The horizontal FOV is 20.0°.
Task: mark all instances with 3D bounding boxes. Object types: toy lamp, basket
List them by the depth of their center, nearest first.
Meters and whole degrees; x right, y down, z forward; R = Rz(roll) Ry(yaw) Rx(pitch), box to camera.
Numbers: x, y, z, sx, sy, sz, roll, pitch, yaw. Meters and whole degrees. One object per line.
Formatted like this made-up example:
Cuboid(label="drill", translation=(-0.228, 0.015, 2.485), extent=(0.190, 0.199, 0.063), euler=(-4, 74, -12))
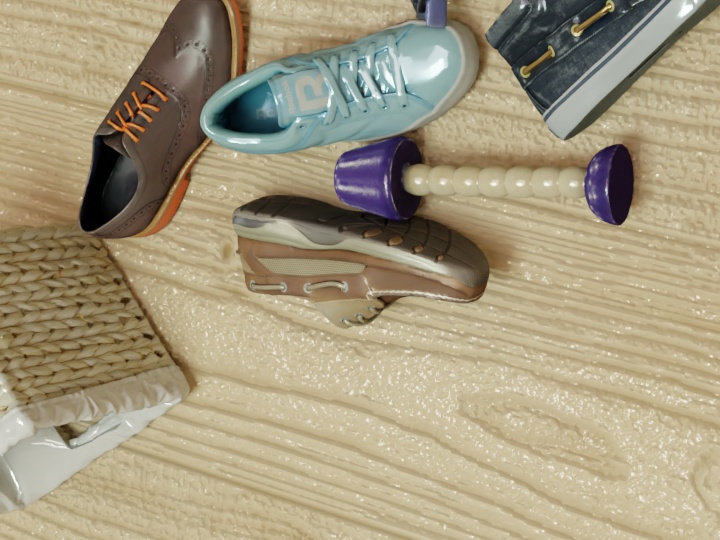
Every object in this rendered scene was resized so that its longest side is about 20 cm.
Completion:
Cuboid(label="toy lamp", translation=(0.077, -0.058, 1.330), extent=(0.198, 0.058, 0.059), euler=(4, 101, 26))
Cuboid(label="basket", translation=(-0.269, 0.079, 1.466), extent=(0.198, 0.199, 0.162), euler=(-35, 77, 29))

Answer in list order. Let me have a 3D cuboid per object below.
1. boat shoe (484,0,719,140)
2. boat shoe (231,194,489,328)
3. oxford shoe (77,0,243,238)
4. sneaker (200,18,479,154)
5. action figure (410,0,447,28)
Cuboid(label="boat shoe", translation=(0.162, -0.174, 1.250), extent=(0.091, 0.071, 0.200), euler=(50, 120, 7))
Cuboid(label="boat shoe", translation=(0.000, 0.000, 1.376), extent=(0.199, 0.075, 0.073), euler=(14, 109, 36))
Cuboid(label="oxford shoe", translation=(-0.140, -0.107, 1.428), extent=(0.071, 0.072, 0.201), euler=(31, 112, 21))
Cuboid(label="sneaker", translation=(-0.018, -0.114, 1.354), extent=(0.199, 0.082, 0.075), euler=(-18, 91, 29))
Cuboid(label="action figure", translation=(0.001, -0.254, 1.307), extent=(0.192, 0.104, 0.202), euler=(-4, 90, 42))
